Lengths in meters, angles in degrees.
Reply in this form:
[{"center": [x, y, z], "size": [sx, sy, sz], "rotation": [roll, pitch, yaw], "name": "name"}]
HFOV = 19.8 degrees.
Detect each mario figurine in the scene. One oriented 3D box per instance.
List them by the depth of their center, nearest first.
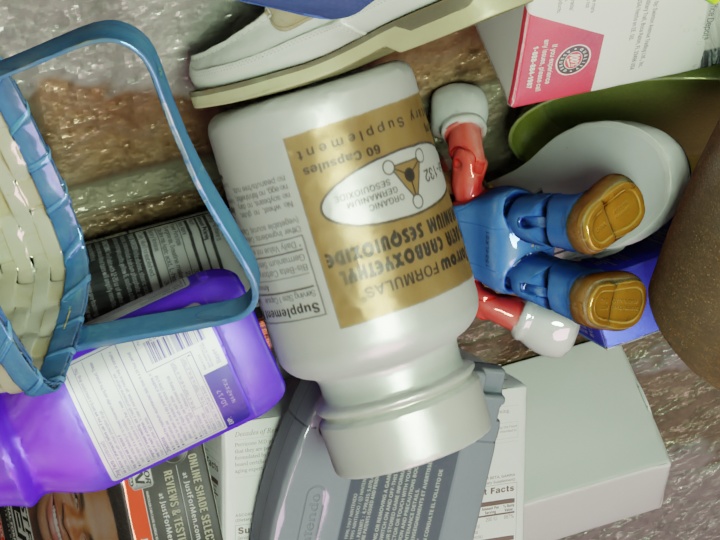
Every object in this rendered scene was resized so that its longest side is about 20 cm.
[{"center": [0.083, -0.029, 1.160], "size": [0.106, 0.199, 0.124], "rotation": [30, 81, -43], "name": "mario figurine"}]

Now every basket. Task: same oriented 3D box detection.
[{"center": [-0.165, -0.024, 1.015], "size": [0.198, 0.140, 0.177], "rotation": [-18, 125, 11], "name": "basket"}]

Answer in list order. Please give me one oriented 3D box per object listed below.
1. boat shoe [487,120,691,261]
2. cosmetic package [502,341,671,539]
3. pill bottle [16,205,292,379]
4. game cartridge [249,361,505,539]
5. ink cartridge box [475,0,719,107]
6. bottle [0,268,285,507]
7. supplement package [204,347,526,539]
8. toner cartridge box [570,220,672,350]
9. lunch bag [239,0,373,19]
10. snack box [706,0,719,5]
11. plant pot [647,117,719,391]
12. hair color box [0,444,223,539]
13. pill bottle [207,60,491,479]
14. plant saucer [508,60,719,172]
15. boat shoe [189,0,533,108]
[{"center": [0.135, -0.039, 1.184], "size": [0.065, 0.073, 0.200], "rotation": [-9, 169, -29], "name": "boat shoe"}, {"center": [0.107, 0.132, 1.456], "size": [0.198, 0.114, 0.081], "rotation": [-13, 149, -8], "name": "cosmetic package"}, {"center": [-0.098, 0.023, 1.180], "size": [0.198, 0.107, 0.107], "rotation": [-15, 148, -10], "name": "pill bottle"}, {"center": [0.004, 0.144, 1.196], "size": [0.132, 0.042, 0.202], "rotation": [8, 102, -22], "name": "game cartridge"}, {"center": [0.163, -0.176, 1.050], "size": [0.198, 0.085, 0.145], "rotation": [-13, 147, -12], "name": "ink cartridge box"}, {"center": [-0.142, 0.073, 1.091], "size": [0.199, 0.065, 0.084], "rotation": [-26, 106, -5], "name": "bottle"}, {"center": [-0.019, 0.113, 1.287], "size": [0.198, 0.156, 0.112], "rotation": [-4, 104, -23], "name": "supplement package"}, {"center": [0.165, 0.002, 1.252], "size": [0.094, 0.044, 0.200], "rotation": [-18, -174, -3], "name": "toner cartridge box"}, {"center": [-0.042, -0.189, 0.871], "size": [0.199, 0.133, 0.136], "rotation": [7, 139, -36], "name": "lunch bag"}, {"center": [0.085, -0.216, 0.839], "size": [0.053, 0.201, 0.142], "rotation": [-40, 143, 28], "name": "snack box"}, {"center": [0.242, -0.030, 1.048], "size": [0.186, 0.188, 0.200], "rotation": [8, 135, -37], "name": "plant pot"}, {"center": [-0.159, 0.143, 1.241], "size": [0.061, 0.103, 0.199], "rotation": [-12, -179, -34], "name": "hair color box"}, {"center": [0.000, 0.000, 1.089], "size": [0.113, 0.202, 0.114], "rotation": [-17, -174, 2], "name": "pill bottle"}, {"center": [0.184, -0.087, 1.187], "size": [0.198, 0.031, 0.200], "rotation": [2, 165, 1], "name": "plant saucer"}, {"center": [-0.009, -0.135, 1.028], "size": [0.199, 0.069, 0.075], "rotation": [-17, -174, 31], "name": "boat shoe"}]
